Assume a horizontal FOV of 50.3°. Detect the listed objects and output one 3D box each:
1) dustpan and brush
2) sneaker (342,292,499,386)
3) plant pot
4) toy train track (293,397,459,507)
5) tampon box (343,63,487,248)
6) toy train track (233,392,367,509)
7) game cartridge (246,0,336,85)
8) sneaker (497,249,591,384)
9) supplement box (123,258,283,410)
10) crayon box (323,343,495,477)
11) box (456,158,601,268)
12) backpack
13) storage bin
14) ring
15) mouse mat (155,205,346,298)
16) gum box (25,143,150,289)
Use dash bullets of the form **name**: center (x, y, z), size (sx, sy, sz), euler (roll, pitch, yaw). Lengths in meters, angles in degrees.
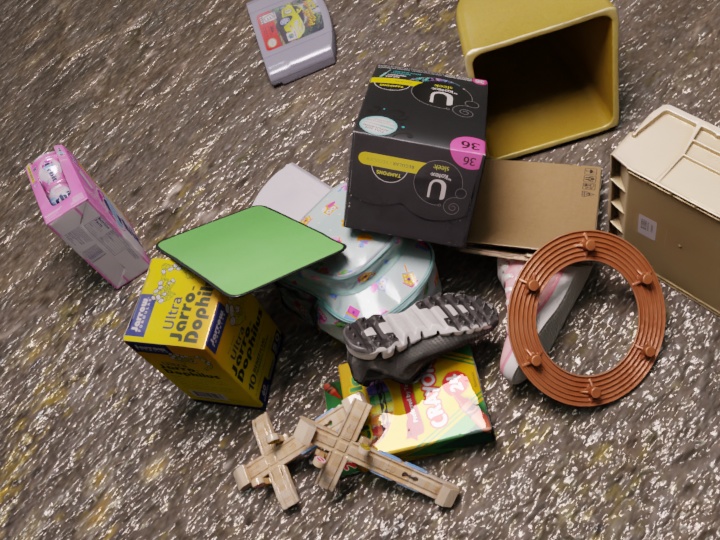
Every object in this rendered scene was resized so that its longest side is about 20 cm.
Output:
- **dustpan and brush**: center (-0.130, -0.055, 1.105), size (0.200, 0.058, 0.139), euler (-40, 48, -16)
- **sneaker**: center (0.069, 0.085, 0.896), size (0.198, 0.091, 0.067), euler (-13, 42, -22)
- **plant pot**: center (0.229, -0.306, 1.065), size (0.193, 0.195, 0.202), euler (-16, 49, 6)
- **toy train track**: center (0.017, 0.219, 0.862), size (0.198, 0.033, 0.116), euler (24, 102, -2)
- **tampon box**: center (0.069, -0.144, 0.925), size (0.148, 0.128, 0.201), euler (9, 36, 3)
- **toy train track**: center (-0.077, 0.204, 0.905), size (0.199, 0.032, 0.116), euler (-35, 64, 18)
- **game cartridge**: center (-0.114, -0.411, 1.305), size (0.132, 0.041, 0.202), euler (-20, 58, 0)
- **sneaker**: center (0.198, 0.039, 0.941), size (0.104, 0.076, 0.201), euler (24, 67, 28)
- **supplement box**: center (-0.185, 0.083, 0.948), size (0.108, 0.201, 0.110), euler (3, 62, 18)
- **crayon box**: center (0.050, 0.163, 0.925), size (0.197, 0.051, 0.128), euler (-16, 59, 7)
- **box**: center (0.221, -0.080, 0.983), size (0.161, 0.021, 0.201), euler (7, 40, 16)
- **backpack**: center (0.000, 0.000, 0.971), size (0.199, 0.154, 0.176), euler (34, 64, 26)
- **storage bin**: center (0.386, -0.059, 0.868), size (0.198, 0.200, 0.094), euler (38, 78, 30)
- **ring**: center (0.262, 0.055, 0.874), size (0.197, 0.019, 0.204), euler (0, 91, -11)
- **mouse mat**: center (-0.131, -0.028, 0.898), size (0.160, 0.008, 0.199), euler (-25, 34, -31)
- **gum box**: center (-0.387, -0.075, 1.093), size (0.066, 0.201, 0.114), euler (-32, 59, -5)
